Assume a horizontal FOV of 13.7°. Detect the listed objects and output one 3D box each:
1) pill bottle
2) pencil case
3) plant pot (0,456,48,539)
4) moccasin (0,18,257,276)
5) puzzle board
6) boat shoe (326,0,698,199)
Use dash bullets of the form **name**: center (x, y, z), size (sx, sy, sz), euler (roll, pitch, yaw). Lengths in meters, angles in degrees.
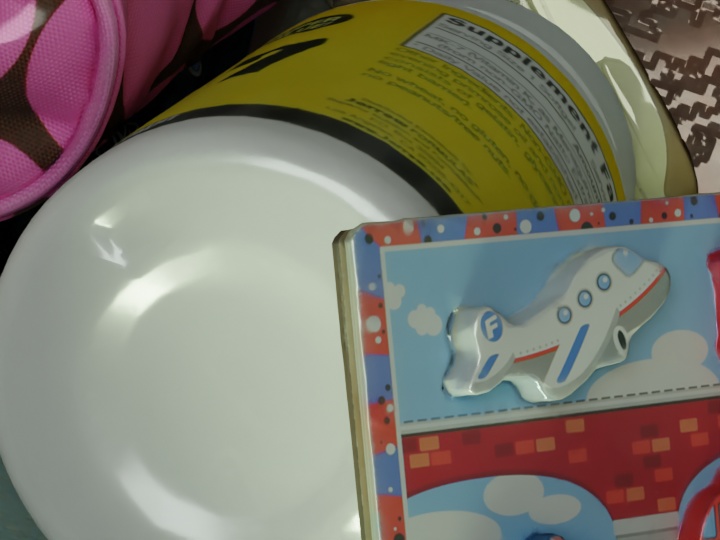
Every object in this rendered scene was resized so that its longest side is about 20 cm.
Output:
- **pill bottle**: center (0.000, 0.000, 0.699), size (0.114, 0.200, 0.115), euler (4, 106, 15)
- **pencil case**: center (-0.056, -0.086, 0.699), size (0.091, 0.200, 0.094), euler (47, 122, -6)
- **plant pot**: center (-0.076, 0.139, 0.697), size (0.196, 0.200, 0.197), euler (22, 105, 12)
- **moccasin**: center (-0.065, -0.060, 0.825), size (0.080, 0.068, 0.201), euler (2, 80, 9)
- **puzzle board**: center (0.090, 0.058, 0.617), size (0.199, 0.017, 0.152), euler (-5, 88, -30)
- **boat shoe**: center (0.018, -0.091, 0.818), size (0.065, 0.072, 0.201), euler (-30, 83, 3)
